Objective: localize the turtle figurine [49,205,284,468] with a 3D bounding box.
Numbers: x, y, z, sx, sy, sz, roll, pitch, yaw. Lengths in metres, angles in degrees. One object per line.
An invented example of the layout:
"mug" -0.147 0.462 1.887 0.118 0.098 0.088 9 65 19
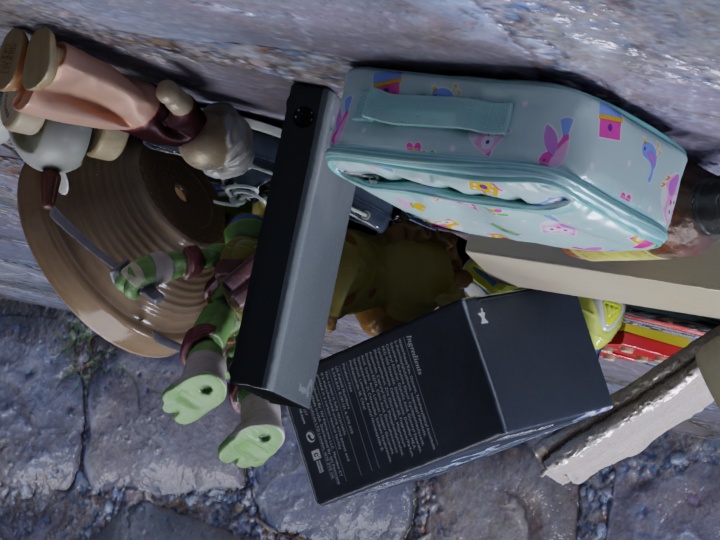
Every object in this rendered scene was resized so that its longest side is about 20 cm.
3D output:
"turtle figurine" -0.123 0.053 1.605 0.198 0.195 0.145 -6 132 1

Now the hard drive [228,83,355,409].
"hard drive" -0.041 -0.012 1.478 0.033 0.202 0.140 11 173 11

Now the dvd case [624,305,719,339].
"dvd case" 0.270 0.034 1.789 0.145 0.022 0.200 13 174 -7

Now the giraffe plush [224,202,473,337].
"giraffe plush" 0.000 0.000 1.774 0.161 0.174 0.200 4 161 -32

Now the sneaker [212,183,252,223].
"sneaker" -0.072 -0.027 1.938 0.199 0.079 0.089 15 175 -19

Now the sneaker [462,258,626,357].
"sneaker" 0.132 0.049 1.782 0.075 0.106 0.200 21 176 -27

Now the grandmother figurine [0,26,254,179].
"grandmother figurine" -0.156 -0.110 1.502 0.199 0.061 0.121 21 178 -38

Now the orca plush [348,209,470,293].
"orca plush" 0.019 -0.036 1.879 0.199 0.071 0.106 23 -142 -1

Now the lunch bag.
"lunch bag" 0.081 -0.067 1.324 0.199 0.078 0.160 7 171 39

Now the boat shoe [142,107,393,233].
"boat shoe" -0.070 -0.074 1.607 0.198 0.062 0.075 13 176 -1

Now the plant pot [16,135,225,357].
"plant pot" -0.174 -0.038 1.769 0.092 0.202 0.200 -34 148 26

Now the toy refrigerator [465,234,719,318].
"toy refrigerator" 0.185 -0.020 1.573 0.199 0.071 0.076 8 165 27

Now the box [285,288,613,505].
"box" 0.065 0.094 1.683 0.199 0.108 0.148 -26 168 39

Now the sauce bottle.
"sauce bottle" 0.196 -0.037 1.409 0.066 0.067 0.200 16 174 -27

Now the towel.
"towel" 0.232 0.111 1.756 0.199 0.035 0.132 -34 163 8

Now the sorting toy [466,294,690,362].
"sorting toy" 0.192 0.034 1.984 0.199 0.070 0.198 15 173 -22

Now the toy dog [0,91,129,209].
"toy dog" -0.248 -0.092 1.647 0.131 0.097 0.200 14 173 -10

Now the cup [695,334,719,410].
"cup" 0.363 0.103 1.609 0.199 0.144 0.200 -14 164 -4
